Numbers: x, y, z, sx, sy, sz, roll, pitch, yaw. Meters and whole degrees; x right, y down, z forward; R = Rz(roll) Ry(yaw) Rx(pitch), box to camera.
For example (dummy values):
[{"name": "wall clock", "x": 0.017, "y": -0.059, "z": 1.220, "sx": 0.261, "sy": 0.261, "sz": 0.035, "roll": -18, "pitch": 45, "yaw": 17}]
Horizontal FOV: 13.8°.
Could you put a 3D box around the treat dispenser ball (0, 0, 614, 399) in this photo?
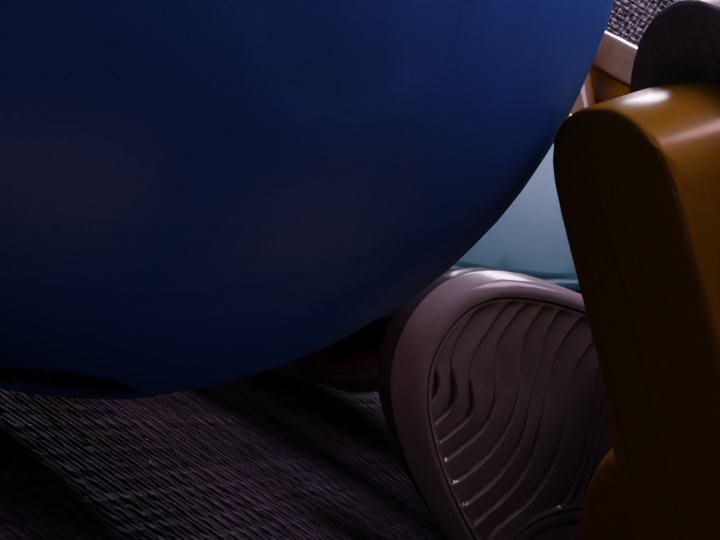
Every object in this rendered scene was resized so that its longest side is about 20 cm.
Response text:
[{"name": "treat dispenser ball", "x": -0.048, "y": -0.077, "z": 0.561, "sx": 0.200, "sy": 0.201, "sz": 0.201, "roll": 33, "pitch": 4, "yaw": -2}]

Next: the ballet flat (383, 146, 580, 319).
[{"name": "ballet flat", "x": -0.012, "y": -0.018, "z": 0.803, "sx": 0.199, "sy": 0.069, "sz": 0.063, "roll": 10, "pitch": -29, "yaw": -23}]

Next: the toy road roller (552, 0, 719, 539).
[{"name": "toy road roller", "x": 0.100, "y": 0.033, "z": 0.598, "sx": 0.146, "sy": 0.122, "sz": 0.201, "roll": 10, "pitch": -63, "yaw": 66}]

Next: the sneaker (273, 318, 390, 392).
[{"name": "sneaker", "x": 0.000, "y": 0.000, "z": 0.938, "sx": 0.200, "sy": 0.081, "sz": 0.089, "roll": 26, "pitch": 52, "yaw": -57}]

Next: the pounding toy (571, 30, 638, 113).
[{"name": "pounding toy", "x": 0.097, "y": -0.027, "z": 1.171, "sx": 0.142, "sy": 0.200, "sz": 0.184, "roll": 31, "pitch": 4, "yaw": -23}]

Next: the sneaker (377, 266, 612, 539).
[{"name": "sneaker", "x": 0.042, "y": 0.049, "z": 0.794, "sx": 0.106, "sy": 0.075, "sz": 0.200, "roll": 30, "pitch": -9, "yaw": 43}]
